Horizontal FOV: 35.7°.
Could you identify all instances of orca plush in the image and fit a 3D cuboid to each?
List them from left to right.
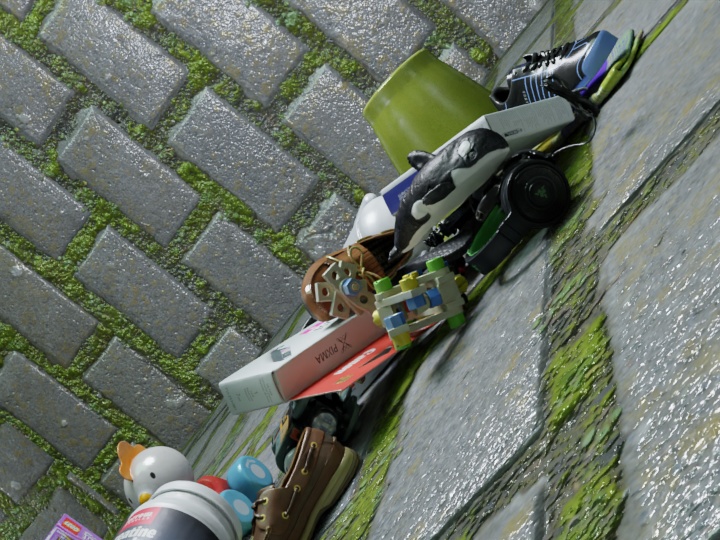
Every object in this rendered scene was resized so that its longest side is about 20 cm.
[{"bbox_3d":[0.078,-0.096,1.190,0.104,0.072,0.200,-24,-17,-31],"label":"orca plush"}]

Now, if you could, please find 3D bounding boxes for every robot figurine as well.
[{"bbox_3d":[0.035,-0.028,1.613,0.112,0.171,0.201,-8,-36,-32],"label":"robot figurine"}]

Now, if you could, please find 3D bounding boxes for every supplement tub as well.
[{"bbox_3d":[-0.227,0.352,1.275,0.141,0.140,0.200,-48,6,34],"label":"supplement tub"}]

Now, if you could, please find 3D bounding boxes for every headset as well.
[{"bbox_3d":[0.161,-0.091,1.113,0.201,0.094,0.124,-52,5,15],"label":"headset"}]

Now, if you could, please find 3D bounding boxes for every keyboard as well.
[{"bbox_3d":[0.134,-0.057,1.474,0.104,0.040,0.200,-39,-5,4],"label":"keyboard"}]

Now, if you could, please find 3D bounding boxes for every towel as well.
[{"bbox_3d":[0.265,-0.203,1.376,0.200,0.023,0.144,-48,6,41],"label":"towel"}]

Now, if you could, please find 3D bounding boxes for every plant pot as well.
[{"bbox_3d":[0.110,-0.193,1.549,0.200,0.193,0.200,-45,-3,-3],"label":"plant pot"}]

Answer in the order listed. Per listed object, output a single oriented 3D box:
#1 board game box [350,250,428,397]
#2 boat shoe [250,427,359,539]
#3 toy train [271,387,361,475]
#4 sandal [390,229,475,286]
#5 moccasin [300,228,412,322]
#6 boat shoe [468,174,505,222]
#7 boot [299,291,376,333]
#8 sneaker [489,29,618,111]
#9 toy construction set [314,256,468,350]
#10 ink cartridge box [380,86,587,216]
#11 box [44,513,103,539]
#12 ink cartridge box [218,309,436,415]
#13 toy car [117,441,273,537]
[{"bbox_3d":[0.041,0.065,1.449,0.127,0.034,0.200,-51,5,29],"label":"board game box"},{"bbox_3d":[-0.079,0.243,1.097,0.201,0.067,0.072,-55,6,-28],"label":"boat shoe"},{"bbox_3d":[-0.057,0.183,1.298,0.115,0.084,0.200,-64,7,2],"label":"toy train"},{"bbox_3d":[0.093,-0.003,1.354,0.075,0.045,0.200,-32,0,-22],"label":"sandal"},{"bbox_3d":[0.001,0.002,1.331,0.077,0.074,0.201,-31,-4,41],"label":"moccasin"},{"bbox_3d":[0.152,-0.081,1.284,0.070,0.066,0.200,-50,5,13],"label":"boat shoe"},{"bbox_3d":[-0.039,0.087,1.504,0.204,0.073,0.154,-57,0,-31],"label":"boot"},{"bbox_3d":[0.231,-0.239,1.370,0.070,0.078,0.200,-55,6,-37],"label":"sneaker"},{"bbox_3d":[0.039,0.034,1.183,0.130,0.093,0.199,-23,16,-26],"label":"toy construction set"},{"bbox_3d":[0.151,-0.138,1.311,0.199,0.041,0.199,-22,-7,-41],"label":"ink cartridge box"},{"bbox_3d":[-0.341,0.420,1.481,0.039,0.199,0.137,-53,4,12],"label":"box"},{"bbox_3d":[-0.033,0.090,1.243,0.172,0.044,0.199,-19,8,41],"label":"ink cartridge box"},{"bbox_3d":[-0.254,0.307,1.486,0.185,0.199,0.177,-50,5,20],"label":"toy car"}]
